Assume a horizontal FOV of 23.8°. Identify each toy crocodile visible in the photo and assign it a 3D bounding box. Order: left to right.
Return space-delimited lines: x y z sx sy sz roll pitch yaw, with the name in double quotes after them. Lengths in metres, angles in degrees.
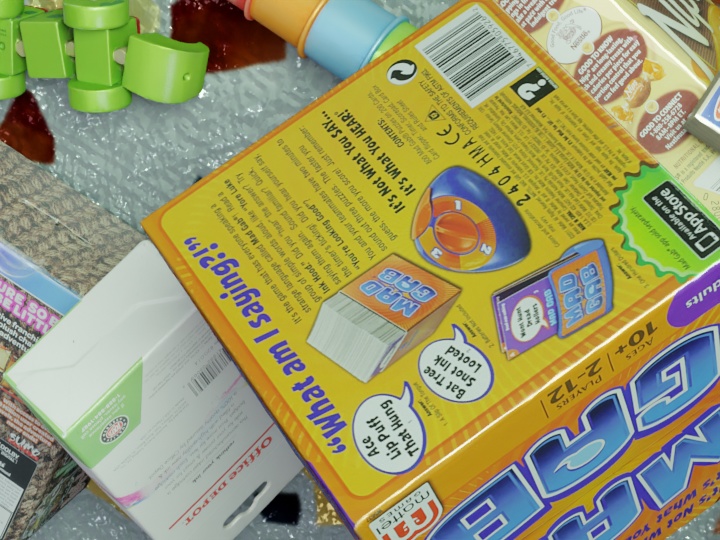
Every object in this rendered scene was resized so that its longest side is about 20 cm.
-0.186 -0.139 1.038 0.200 0.062 0.068 10 114 24 "toy crocodile"

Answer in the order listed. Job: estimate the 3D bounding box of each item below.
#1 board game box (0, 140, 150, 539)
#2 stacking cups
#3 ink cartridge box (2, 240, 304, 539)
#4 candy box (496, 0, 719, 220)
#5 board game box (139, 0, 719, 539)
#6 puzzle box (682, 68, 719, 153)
-0.230 0.047 1.102 0.159 0.097 0.200 33 119 8 "board game box"
-0.004 -0.128 0.965 0.200 0.060 0.061 33 119 13 "stacking cups"
-0.114 0.089 1.026 0.067 0.117 0.200 36 164 34 "ink cartridge box"
0.161 -0.098 0.868 0.200 0.115 0.055 44 119 2 "candy box"
0.053 0.035 0.822 0.200 0.200 0.200 -35 55 -5 "board game box"
0.259 -0.113 0.802 0.133 0.025 0.200 34 82 2 "puzzle box"
